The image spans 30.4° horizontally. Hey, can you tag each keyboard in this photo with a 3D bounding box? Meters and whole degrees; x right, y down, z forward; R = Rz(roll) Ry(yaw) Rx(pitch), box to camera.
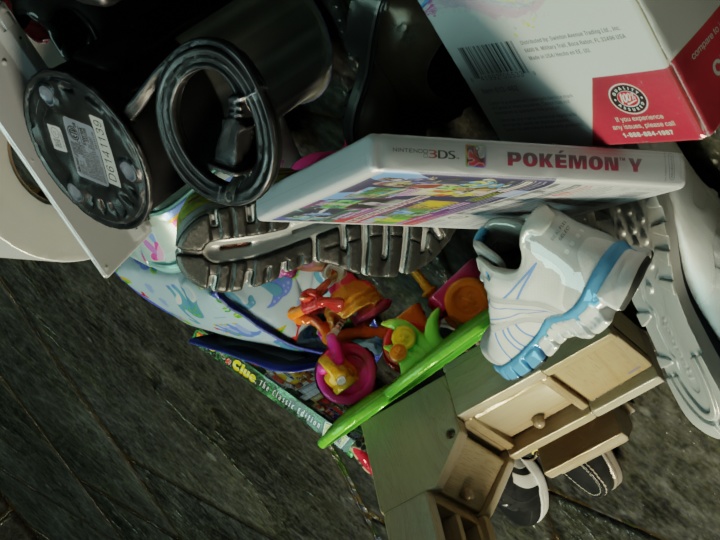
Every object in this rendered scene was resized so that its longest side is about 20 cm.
[{"bbox_3d":[-0.211,-0.089,0.908,0.011,0.056,0.200,0,129,47],"label":"keyboard"}]

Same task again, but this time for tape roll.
[{"bbox_3d":[-0.286,-0.109,1.172,0.139,0.203,0.203,4,134,52],"label":"tape roll"}]

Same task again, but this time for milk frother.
[{"bbox_3d":[-0.085,-0.122,0.867,0.200,0.188,0.181,34,142,20],"label":"milk frother"}]

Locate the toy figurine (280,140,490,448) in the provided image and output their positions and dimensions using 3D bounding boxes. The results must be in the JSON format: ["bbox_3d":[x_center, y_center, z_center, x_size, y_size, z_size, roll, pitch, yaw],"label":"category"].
[{"bbox_3d":[0.000,0.000,0.979,0.184,0.200,0.150,54,178,7],"label":"toy figurine"}]

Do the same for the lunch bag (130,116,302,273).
[{"bbox_3d":[-0.145,-0.085,1.061,0.200,0.160,0.077,26,145,44],"label":"lunch bag"}]

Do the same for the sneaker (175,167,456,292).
[{"bbox_3d":[-0.031,-0.042,0.890,0.090,0.200,0.078,-129,38,-62],"label":"sneaker"}]

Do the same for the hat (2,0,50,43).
[{"bbox_3d":[-0.297,-0.267,1.076,0.176,0.166,0.200,-9,96,25],"label":"hat"}]

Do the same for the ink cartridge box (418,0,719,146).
[{"bbox_3d":[0.098,-0.165,0.668,0.146,0.083,0.200,4,135,53],"label":"ink cartridge box"}]

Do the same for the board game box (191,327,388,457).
[{"bbox_3d":[-0.058,0.103,1.291,0.200,0.105,0.023,33,114,18],"label":"board game box"}]

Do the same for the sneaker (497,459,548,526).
[{"bbox_3d":[0.095,0.186,1.176,0.073,0.112,0.200,18,145,44],"label":"sneaker"}]

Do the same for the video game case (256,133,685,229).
[{"bbox_3d":[0.054,-0.047,0.762,0.200,0.182,0.023,167,103,-69],"label":"video game case"}]

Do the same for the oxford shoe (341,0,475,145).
[{"bbox_3d":[0.037,-0.112,0.855,0.084,0.073,0.200,27,154,14],"label":"oxford shoe"}]

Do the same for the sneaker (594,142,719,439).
[{"bbox_3d":[0.204,-0.004,0.786,0.200,0.080,0.076,68,167,-6],"label":"sneaker"}]

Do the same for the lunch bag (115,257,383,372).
[{"bbox_3d":[-0.094,0.019,1.194,0.170,0.128,0.200,12,161,47],"label":"lunch bag"}]

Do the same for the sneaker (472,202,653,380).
[{"bbox_3d":[0.103,0.005,0.811,0.087,0.075,0.200,36,157,0],"label":"sneaker"}]

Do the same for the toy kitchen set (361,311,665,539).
[{"bbox_3d":[0.141,0.157,0.924,0.200,0.181,0.163,-33,138,22],"label":"toy kitchen set"}]

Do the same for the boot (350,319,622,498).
[{"bbox_3d":[0.101,0.147,1.062,0.200,0.151,0.073,45,156,-6],"label":"boot"}]

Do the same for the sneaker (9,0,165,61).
[{"bbox_3d":[-0.179,-0.180,0.963,0.076,0.091,0.200,-11,160,39],"label":"sneaker"}]
